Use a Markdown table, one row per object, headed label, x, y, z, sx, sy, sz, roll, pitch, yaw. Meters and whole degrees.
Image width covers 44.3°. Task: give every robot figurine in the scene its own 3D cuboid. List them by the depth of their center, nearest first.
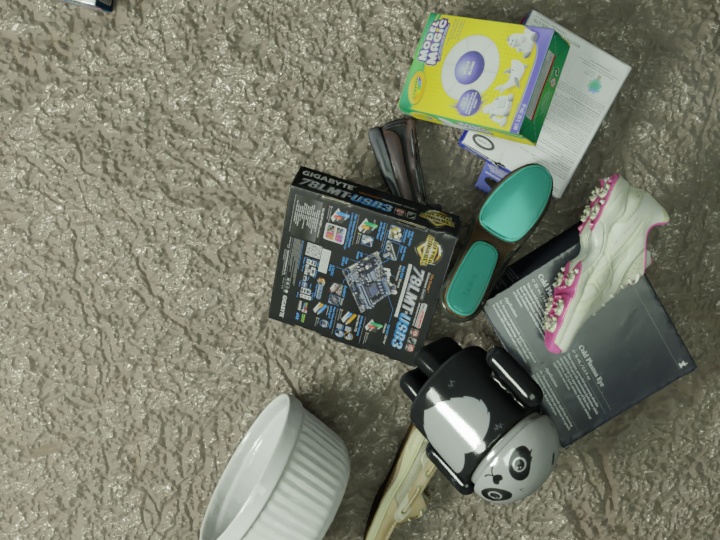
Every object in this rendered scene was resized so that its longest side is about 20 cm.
| label | x | y | z | sx | sy | sz | roll | pitch | yaw |
| --- | --- | --- | --- | --- | --- | --- | --- | --- | --- |
| robot figurine | 0.134 | 0.170 | 1.012 | 0.124 | 0.151 | 0.200 | -38 | 65 | -13 |

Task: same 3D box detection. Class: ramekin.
| label | x | y | z | sx | sy | sz | roll | pitch | yaw |
| --- | --- | --- | --- | --- | --- | --- | --- | --- | --- |
| ramekin | -0.096 | 0.259 | 1.049 | 0.104 | 0.200 | 0.202 | 32 | 98 | -13 |

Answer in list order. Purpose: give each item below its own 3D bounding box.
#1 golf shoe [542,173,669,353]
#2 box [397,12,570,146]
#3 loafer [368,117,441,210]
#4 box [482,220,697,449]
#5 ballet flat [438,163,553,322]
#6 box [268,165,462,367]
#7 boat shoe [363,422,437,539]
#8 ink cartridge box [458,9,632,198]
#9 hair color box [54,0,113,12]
| label | x | y | z | sx | sy | sz | roll | pitch | yaw |
| --- | --- | --- | --- | --- | --- | --- | --- | --- | --- |
| golf shoe | 0.264 | 0.004 | 0.954 | 0.090 | 0.075 | 0.204 | 22 | 99 | -4 |
| box | 0.124 | -0.219 | 0.990 | 0.198 | 0.048 | 0.120 | 21 | 92 | 42 |
| loafer | 0.070 | -0.083 | 1.057 | 0.062 | 0.072 | 0.204 | -21 | 93 | 1 |
| box | 0.261 | 0.068 | 1.049 | 0.180 | 0.104 | 0.203 | -31 | 95 | 7 |
| ballet flat | 0.147 | -0.032 | 1.003 | 0.067 | 0.068 | 0.202 | 35 | 83 | 3 |
| box | 0.000 | 0.000 | 1.030 | 0.194 | 0.050 | 0.203 | 16 | 128 | 3 |
| boat shoe | 0.058 | 0.282 | 1.105 | 0.064 | 0.072 | 0.204 | 24 | 93 | 0 |
| ink cartridge box | 0.202 | -0.177 | 1.033 | 0.134 | 0.076 | 0.203 | 28 | 97 | -1 |
| hair color box | -0.330 | -0.417 | 1.032 | 0.097 | 0.061 | 0.205 | 11 | 99 | 1 |
